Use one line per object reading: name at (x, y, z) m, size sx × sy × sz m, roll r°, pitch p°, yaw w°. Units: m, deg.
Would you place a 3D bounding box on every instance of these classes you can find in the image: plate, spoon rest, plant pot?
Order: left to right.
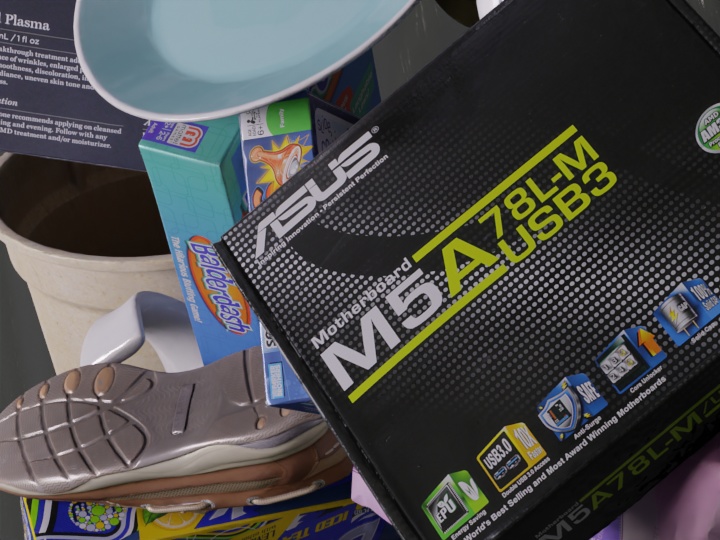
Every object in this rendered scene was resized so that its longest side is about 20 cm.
plant pot at (-0.098, 0.026, 1.499) m, size 0.201 × 0.200 × 0.184 m, roll -126°, pitch 26°, yaw -57°
spoon rest at (-0.068, 0.067, 1.399) m, size 0.099 × 0.200 × 0.061 m, roll -31°, pitch 46°, yaw 20°
plate at (-0.036, -0.138, 1.196) m, size 0.026 × 0.200 × 0.200 m, roll 52°, pitch -172°, yaw -42°

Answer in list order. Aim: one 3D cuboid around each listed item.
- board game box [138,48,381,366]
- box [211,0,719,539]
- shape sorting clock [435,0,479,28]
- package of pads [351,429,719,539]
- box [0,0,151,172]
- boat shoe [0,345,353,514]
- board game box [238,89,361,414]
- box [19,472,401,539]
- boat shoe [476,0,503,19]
board game box at (-0.039, -0.049, 1.289) m, size 0.200 × 0.045 × 0.152 m, roll 77°, pitch -147°, yaw -53°
box at (0.067, -0.005, 0.975) m, size 0.048 × 0.200 × 0.193 m, roll 44°, pitch -171°, yaw -51°
shape sorting clock at (0.065, -0.206, 1.183) m, size 0.200 × 0.039 × 0.201 m, roll 17°, pitch 109°, yaw 63°
package of pads at (0.088, 0.073, 1.023) m, size 0.200 × 0.075 × 0.121 m, roll 31°, pitch 122°, yaw 40°
box at (-0.106, -0.155, 1.412) m, size 0.104 × 0.199 × 0.183 m, roll -83°, pitch 2°, yaw -60°
boat shoe at (-0.092, 0.089, 1.297) m, size 0.072 × 0.199 × 0.076 m, roll 57°, pitch -142°, yaw -41°
board game box at (0.000, 0.000, 1.240) m, size 0.200 × 0.034 × 0.136 m, roll 20°, pitch -117°, yaw -70°
box at (-0.069, 0.128, 1.364) m, size 0.064 × 0.199 × 0.070 m, roll -114°, pitch 18°, yaw -45°
boat shoe at (0.102, -0.067, 1.073) m, size 0.065 × 0.073 × 0.201 m, roll -16°, pitch 89°, yaw 62°
